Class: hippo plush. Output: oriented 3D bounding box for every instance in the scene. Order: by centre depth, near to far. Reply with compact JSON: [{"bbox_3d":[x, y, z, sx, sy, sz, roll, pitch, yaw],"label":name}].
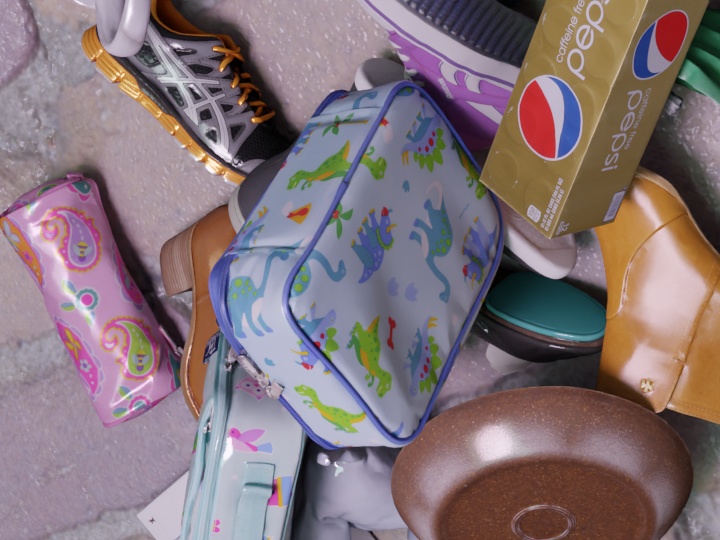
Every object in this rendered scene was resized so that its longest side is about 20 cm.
[{"bbox_3d":[0.035,0.143,1.267,0.160,0.160,0.201,9,137,-6],"label":"hippo plush"}]

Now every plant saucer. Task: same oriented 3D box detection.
[{"bbox_3d":[0.119,0.153,1.133,0.199,0.037,0.201,1,136,1],"label":"plant saucer"}]

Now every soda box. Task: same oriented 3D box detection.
[{"bbox_3d":[0.141,-0.122,1.007,0.068,0.064,0.201,42,128,33],"label":"soda box"}]

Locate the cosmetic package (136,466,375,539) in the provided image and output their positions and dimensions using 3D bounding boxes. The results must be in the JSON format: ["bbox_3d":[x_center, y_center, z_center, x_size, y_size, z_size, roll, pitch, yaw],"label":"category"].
[{"bbox_3d":[-0.068,0.231,1.402,0.200,0.052,0.151,50,130,2],"label":"cosmetic package"}]

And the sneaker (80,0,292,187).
[{"bbox_3d":[-0.107,-0.129,1.245,0.200,0.078,0.077,40,106,0],"label":"sneaker"}]

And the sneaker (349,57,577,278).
[{"bbox_3d":[0.057,-0.047,1.189,0.200,0.071,0.099,43,130,12],"label":"sneaker"}]

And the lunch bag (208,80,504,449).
[{"bbox_3d":[0.005,0.000,1.058,0.082,0.201,0.161,-5,136,41],"label":"lunch bag"}]

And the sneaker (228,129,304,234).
[{"bbox_3d":[0.000,0.000,1.163,0.200,0.075,0.106,49,139,-1],"label":"sneaker"}]

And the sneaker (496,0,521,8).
[{"bbox_3d":[0.032,-0.238,1.109,0.200,0.070,0.108,48,125,0],"label":"sneaker"}]

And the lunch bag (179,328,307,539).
[{"bbox_3d":[-0.081,0.142,1.192,0.077,0.161,0.201,8,116,-3],"label":"lunch bag"}]

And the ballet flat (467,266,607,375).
[{"bbox_3d":[0.089,0.026,1.208,0.199,0.068,0.069,27,134,30],"label":"ballet flat"}]

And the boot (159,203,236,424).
[{"bbox_3d":[-0.066,0.046,1.285,0.155,0.076,0.201,-17,86,48],"label":"boot"}]

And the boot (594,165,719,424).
[{"bbox_3d":[0.174,0.009,1.111,0.200,0.071,0.145,24,95,12],"label":"boot"}]

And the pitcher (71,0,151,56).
[{"bbox_3d":[-0.153,-0.261,1.160,0.172,0.121,0.201,63,140,38],"label":"pitcher"}]

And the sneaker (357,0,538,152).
[{"bbox_3d":[0.041,-0.127,1.086,0.114,0.073,0.200,-30,140,33],"label":"sneaker"}]

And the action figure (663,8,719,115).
[{"bbox_3d":[0.201,-0.130,1.051,0.199,0.118,0.055,23,135,30],"label":"action figure"}]

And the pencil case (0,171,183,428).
[{"bbox_3d":[-0.208,0.023,1.370,0.087,0.087,0.201,-20,101,36],"label":"pencil case"}]
